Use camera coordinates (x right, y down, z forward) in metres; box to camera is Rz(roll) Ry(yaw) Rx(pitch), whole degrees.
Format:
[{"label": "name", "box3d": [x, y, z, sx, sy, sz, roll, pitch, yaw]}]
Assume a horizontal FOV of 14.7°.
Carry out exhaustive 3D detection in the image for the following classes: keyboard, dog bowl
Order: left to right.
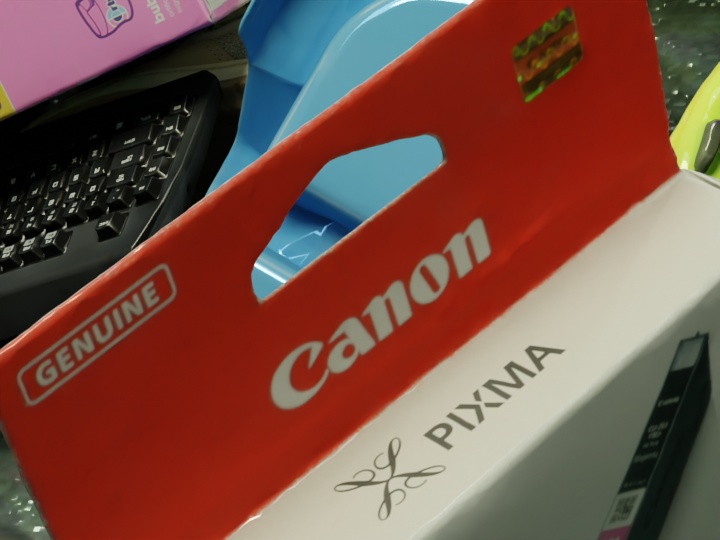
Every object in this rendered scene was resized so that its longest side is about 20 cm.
[{"label": "keyboard", "box3d": [-0.133, -0.003, 0.805, 0.199, 0.040, 0.105, -18, 45, 35]}, {"label": "dog bowl", "box3d": [0.000, 0.000, 0.730, 0.111, 0.050, 0.201, 30, 89, 11]}]

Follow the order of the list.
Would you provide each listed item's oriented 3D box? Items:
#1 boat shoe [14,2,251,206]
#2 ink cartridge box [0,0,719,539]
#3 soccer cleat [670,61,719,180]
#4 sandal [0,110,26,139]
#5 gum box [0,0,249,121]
[{"label": "boat shoe", "box3d": [-0.019, -0.050, 0.833, 0.199, 0.072, 0.065, -19, 26, 31]}, {"label": "ink cartridge box", "box3d": [0.023, 0.038, 0.651, 0.200, 0.174, 0.043, -38, 44, -23]}, {"label": "soccer cleat", "box3d": [0.136, -0.060, 0.821, 0.200, 0.065, 0.084, -55, 8, -33]}, {"label": "sandal", "box3d": [-0.141, -0.090, 0.945, 0.045, 0.075, 0.201, -19, 41, 16]}, {"label": "gum box", "box3d": [-0.081, -0.099, 0.857, 0.113, 0.066, 0.200, -23, 8, 18]}]
